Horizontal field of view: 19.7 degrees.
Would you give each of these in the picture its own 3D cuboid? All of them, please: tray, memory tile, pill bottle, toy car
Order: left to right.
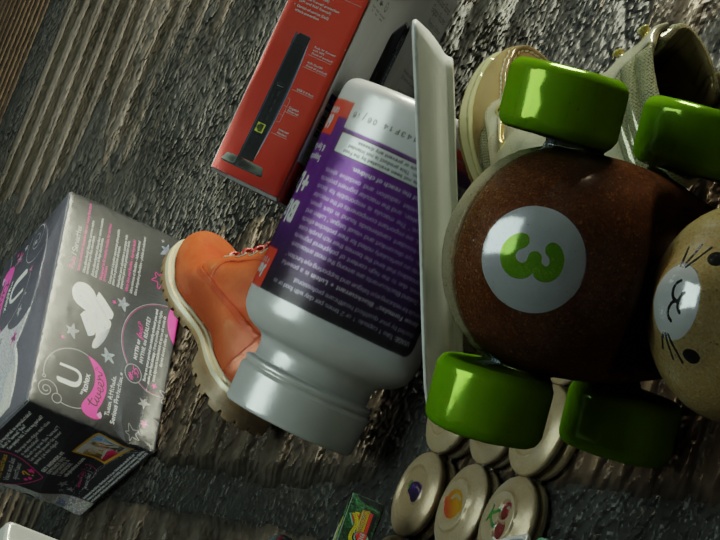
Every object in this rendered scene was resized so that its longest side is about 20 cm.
[{"bbox_3d":[0.000,0.000,1.215,0.201,0.111,0.111,-65,23,-1],"label":"pill bottle"},{"bbox_3d":[0.042,-0.030,1.107,0.107,0.022,0.202,-57,-35,-86],"label":"tray"},{"bbox_3d":[0.064,0.103,1.099,0.153,0.017,0.202,7,74,66],"label":"memory tile"},{"bbox_3d":[0.144,0.014,0.873,0.199,0.157,0.166,21,98,55],"label":"toy car"}]

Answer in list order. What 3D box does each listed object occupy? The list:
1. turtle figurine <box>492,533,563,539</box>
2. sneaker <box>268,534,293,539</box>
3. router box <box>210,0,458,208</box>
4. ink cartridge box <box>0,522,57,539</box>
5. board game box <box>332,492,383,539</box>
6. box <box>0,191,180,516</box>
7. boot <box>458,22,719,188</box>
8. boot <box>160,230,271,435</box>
[{"bbox_3d":[0.061,0.180,0.935,0.149,0.101,0.200,-30,3,-36],"label":"turtle figurine"},{"bbox_3d":[-0.124,0.203,1.208,0.199,0.080,0.096,-33,60,-17],"label":"sneaker"},{"bbox_3d":[-0.012,-0.121,1.304,0.181,0.049,0.200,-65,-13,1],"label":"router box"},{"bbox_3d":[-0.249,0.267,1.478,0.200,0.114,0.068,-43,31,42],"label":"ink cartridge box"},{"bbox_3d":[-0.034,0.221,1.082,0.201,0.023,0.105,-68,-2,-46],"label":"board game box"},{"bbox_3d":[-0.225,0.065,1.628,0.132,0.114,0.201,-40,33,44],"label":"box"},{"bbox_3d":[0.122,-0.080,1.090,0.155,0.072,0.201,-43,27,35],"label":"boot"},{"bbox_3d":[-0.073,0.014,1.419,0.108,0.075,0.200,-54,34,16],"label":"boot"}]
